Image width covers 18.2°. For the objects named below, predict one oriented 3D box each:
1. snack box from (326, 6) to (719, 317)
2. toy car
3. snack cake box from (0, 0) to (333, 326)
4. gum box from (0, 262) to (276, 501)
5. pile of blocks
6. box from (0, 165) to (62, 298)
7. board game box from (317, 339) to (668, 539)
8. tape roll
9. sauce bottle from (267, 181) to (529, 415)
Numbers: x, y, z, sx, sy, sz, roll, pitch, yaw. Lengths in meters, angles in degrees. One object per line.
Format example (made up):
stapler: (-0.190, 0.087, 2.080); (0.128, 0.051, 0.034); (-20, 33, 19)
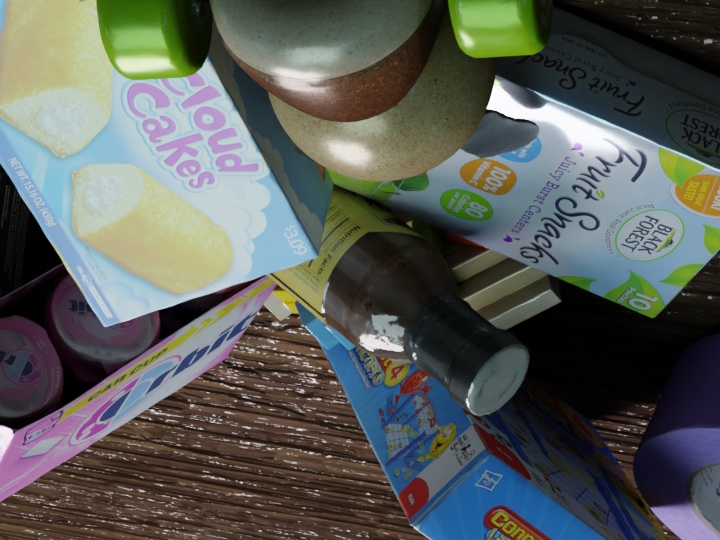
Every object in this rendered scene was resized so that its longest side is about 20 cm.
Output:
snack box: (0.077, -0.062, 1.040); (0.199, 0.053, 0.142); (22, 152, -6)
toy car: (0.008, -0.102, 0.908); (0.164, 0.158, 0.200); (-2, 151, 15)
snack cake box: (-0.106, -0.083, 1.002); (0.115, 0.067, 0.200); (-18, 122, 19)
gum box: (-0.141, 0.041, 1.159); (0.066, 0.200, 0.114); (50, 145, 9)
pile of blocks: (0.008, -0.001, 1.158); (0.200, 0.082, 0.062); (-8, 140, 38)
box: (-0.255, -0.029, 1.202); (0.199, 0.079, 0.141); (9, -179, 16)
board game box: (0.081, 0.107, 1.206); (0.056, 0.196, 0.200); (-45, 124, 11)
tape roll: (0.250, 0.115, 1.210); (0.200, 0.066, 0.200); (23, 154, 12)
sauce bottle: (0.000, 0.000, 1.091); (0.200, 0.065, 0.065); (40, 165, 32)
